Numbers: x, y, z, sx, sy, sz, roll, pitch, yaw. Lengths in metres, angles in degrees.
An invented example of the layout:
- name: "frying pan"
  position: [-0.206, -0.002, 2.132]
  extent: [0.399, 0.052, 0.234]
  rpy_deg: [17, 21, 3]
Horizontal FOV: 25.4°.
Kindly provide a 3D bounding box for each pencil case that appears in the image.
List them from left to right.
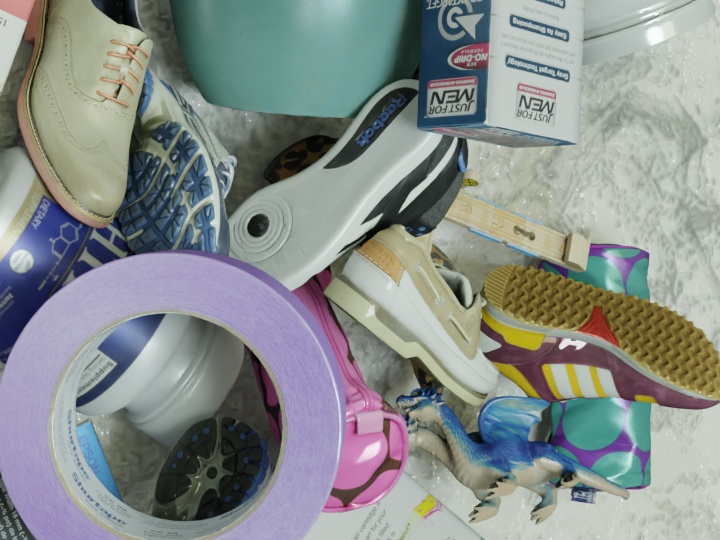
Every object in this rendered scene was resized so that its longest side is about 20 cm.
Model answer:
- name: "pencil case"
  position: [-0.030, 0.065, 1.073]
  extent: [0.091, 0.200, 0.094]
  rpy_deg: [10, 123, -32]
- name: "pencil case"
  position: [0.183, 0.078, 1.259]
  extent: [0.092, 0.085, 0.201]
  rpy_deg: [0, 90, 6]

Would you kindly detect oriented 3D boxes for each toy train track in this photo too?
- name: "toy train track"
  position: [0.090, -0.044, 1.165]
  extent: [0.200, 0.033, 0.115]
  rpy_deg: [21, 70, -24]

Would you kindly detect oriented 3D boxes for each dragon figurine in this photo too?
- name: "dragon figurine"
  position: [0.112, 0.130, 1.175]
  extent: [0.200, 0.059, 0.100]
  rpy_deg: [0, 48, -24]

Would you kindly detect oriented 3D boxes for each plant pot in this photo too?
- name: "plant pot"
  position: [-0.039, -0.188, 1.075]
  extent: [0.200, 0.200, 0.161]
  rpy_deg: [-1, 102, -29]

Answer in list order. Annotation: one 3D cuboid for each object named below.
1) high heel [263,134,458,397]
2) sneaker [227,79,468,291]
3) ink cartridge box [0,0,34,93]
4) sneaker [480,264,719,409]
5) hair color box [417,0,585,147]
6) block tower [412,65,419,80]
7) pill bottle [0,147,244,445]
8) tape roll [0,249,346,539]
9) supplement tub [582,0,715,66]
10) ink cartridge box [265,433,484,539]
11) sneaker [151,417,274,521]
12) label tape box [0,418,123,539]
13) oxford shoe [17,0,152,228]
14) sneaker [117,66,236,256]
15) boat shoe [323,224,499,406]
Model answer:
- name: "high heel"
  position: [0.000, 0.000, 1.170]
  extent: [0.142, 0.071, 0.201]
  rpy_deg: [-5, 90, -23]
- name: "sneaker"
  position: [-0.005, -0.031, 1.068]
  extent: [0.200, 0.073, 0.112]
  rpy_deg: [-40, 151, 6]
- name: "ink cartridge box"
  position: [-0.290, -0.119, 1.000]
  extent: [0.116, 0.067, 0.200]
  rpy_deg: [22, 80, -28]
- name: "sneaker"
  position: [0.171, 0.064, 1.189]
  extent: [0.200, 0.090, 0.075]
  rpy_deg: [22, 46, -3]
- name: "hair color box"
  position: [0.092, -0.183, 1.007]
  extent: [0.100, 0.060, 0.201]
  rpy_deg: [6, 86, -46]
- name: "block tower"
  position: [0.079, -0.184, 1.144]
  extent: [0.058, 0.200, 0.054]
  rpy_deg: [-6, 51, -17]
- name: "pill bottle"
  position: [-0.178, 0.024, 1.036]
  extent: [0.200, 0.120, 0.120]
  rpy_deg: [38, 73, -25]
- name: "tape roll"
  position: [-0.109, 0.088, 0.937]
  extent: [0.200, 0.066, 0.201]
  rpy_deg: [0, 93, 2]
- name: "supplement tub"
  position: [0.182, -0.271, 1.217]
  extent: [0.145, 0.145, 0.200]
  rpy_deg: [-27, 104, -26]
- name: "ink cartridge box"
  position: [-0.006, 0.216, 1.156]
  extent: [0.200, 0.084, 0.145]
  rpy_deg: [42, 72, -24]
- name: "sneaker"
  position: [-0.117, 0.194, 1.028]
  extent: [0.200, 0.077, 0.085]
  rpy_deg: [-51, 154, -6]
- name: "label tape box"
  position: [-0.246, 0.200, 1.031]
  extent: [0.200, 0.063, 0.145]
  rpy_deg: [-27, 103, -34]
- name: "oxford shoe"
  position: [-0.169, -0.121, 1.011]
  extent: [0.071, 0.074, 0.200]
  rpy_deg: [25, 44, -47]
- name: "sneaker"
  position: [-0.113, -0.063, 1.046]
  extent: [0.077, 0.200, 0.085]
  rpy_deg: [-44, 135, 19]
- name: "boat shoe"
  position: [0.053, 0.033, 1.081]
  extent: [0.068, 0.075, 0.200]
  rpy_deg: [-53, 147, -1]
